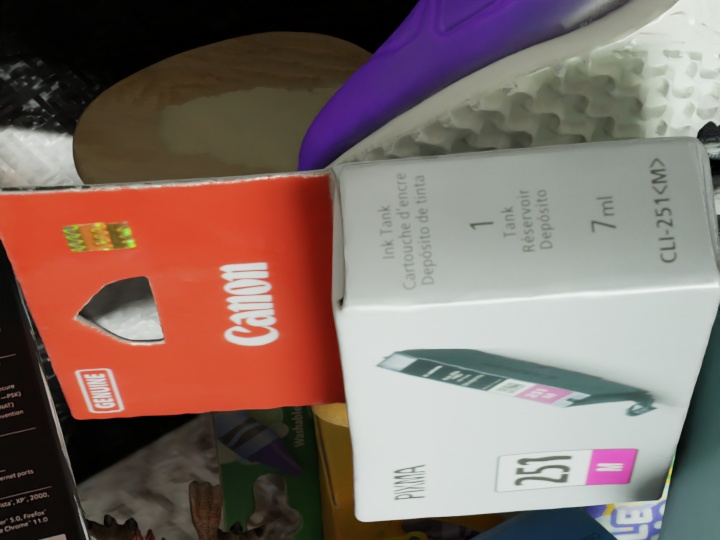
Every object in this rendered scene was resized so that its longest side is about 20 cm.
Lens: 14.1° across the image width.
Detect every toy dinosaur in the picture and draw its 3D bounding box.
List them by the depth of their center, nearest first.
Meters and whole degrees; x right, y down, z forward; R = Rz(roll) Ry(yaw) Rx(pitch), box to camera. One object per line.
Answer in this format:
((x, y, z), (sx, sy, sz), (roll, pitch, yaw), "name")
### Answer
((-0.060, 0.130, 0.938), (0.058, 0.101, 0.200), (-2, 158, 3), "toy dinosaur")

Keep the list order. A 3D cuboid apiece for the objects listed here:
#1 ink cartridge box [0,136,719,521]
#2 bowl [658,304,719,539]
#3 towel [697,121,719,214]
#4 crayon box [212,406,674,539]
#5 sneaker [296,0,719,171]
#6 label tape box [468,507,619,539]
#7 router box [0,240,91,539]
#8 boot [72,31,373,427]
((0.000, 0.024, 0.773), (0.173, 0.044, 0.200), (-5, 161, 0), "ink cartridge box")
((0.179, 0.028, 0.829), (0.201, 0.105, 0.201), (-7, -172, 1), "bowl")
((0.206, -0.039, 0.813), (0.200, 0.035, 0.192), (-3, -174, 42), "towel")
((0.056, 0.090, 0.981), (0.200, 0.052, 0.126), (-8, 137, -5), "crayon box")
((0.063, -0.087, 0.740), (0.200, 0.100, 0.070), (-34, 145, 17), "sneaker")
((0.009, 0.180, 0.926), (0.143, 0.066, 0.200), (-23, 143, -41), "label tape box")
((-0.101, 0.090, 0.840), (0.051, 0.149, 0.200), (-15, 145, -7), "router box")
((0.000, -0.001, 0.849), (0.201, 0.071, 0.144), (-8, 144, -26), "boot")
